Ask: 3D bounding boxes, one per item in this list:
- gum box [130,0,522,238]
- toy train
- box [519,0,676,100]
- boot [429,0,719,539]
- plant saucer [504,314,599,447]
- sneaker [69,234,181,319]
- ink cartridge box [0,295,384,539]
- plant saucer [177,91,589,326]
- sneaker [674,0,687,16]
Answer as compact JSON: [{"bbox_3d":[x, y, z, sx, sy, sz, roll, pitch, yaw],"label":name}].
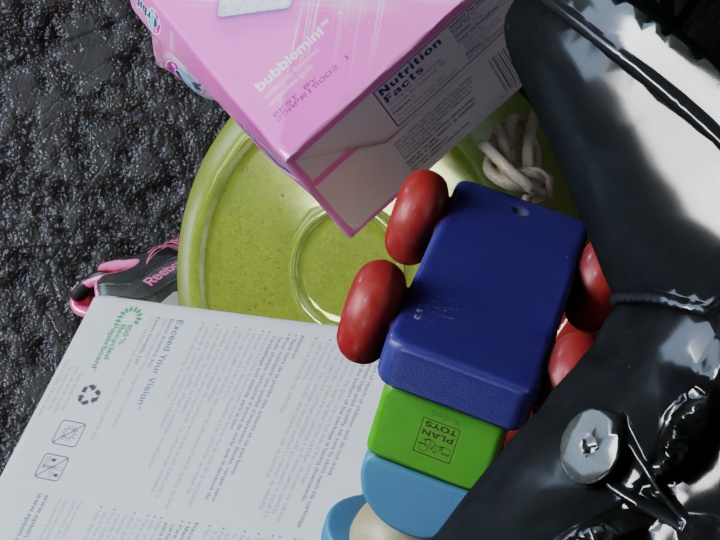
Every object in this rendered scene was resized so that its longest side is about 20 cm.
[{"bbox_3d":[0.020,-0.118,0.774,0.200,0.114,0.066,-42,-33,0],"label":"gum box"},{"bbox_3d":[0.041,0.026,0.751,0.200,0.084,0.117,-63,-8,-60],"label":"toy train"},{"bbox_3d":[0.053,-0.194,0.947,0.107,0.148,0.202,-25,51,37],"label":"box"},{"bbox_3d":[0.066,0.020,0.592,0.169,0.076,0.200,-54,47,12],"label":"boot"},{"bbox_3d":[0.059,0.089,0.752,0.201,0.037,0.200,-57,8,10],"label":"plant saucer"},{"bbox_3d":[-0.102,0.010,1.091,0.200,0.094,0.080,-120,35,-83],"label":"sneaker"},{"bbox_3d":[-0.058,0.105,0.821,0.198,0.041,0.201,6,54,29],"label":"ink cartridge box"},{"bbox_3d":[0.000,0.000,0.893,0.201,0.200,0.031,-55,-23,16],"label":"plant saucer"},{"bbox_3d":[0.178,-0.215,1.026,0.200,0.073,0.112,-48,13,51],"label":"sneaker"}]
